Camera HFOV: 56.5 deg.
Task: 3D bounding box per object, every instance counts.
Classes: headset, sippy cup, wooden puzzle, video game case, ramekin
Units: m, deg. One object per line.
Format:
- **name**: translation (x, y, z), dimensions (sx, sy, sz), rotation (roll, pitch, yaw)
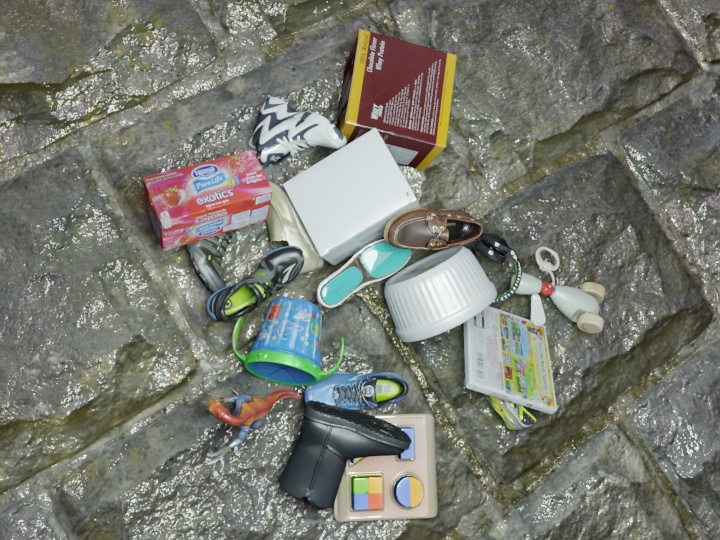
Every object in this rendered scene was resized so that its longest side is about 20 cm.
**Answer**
- **headset**: translation (0.237, -0.031, 1.324), dimensions (0.123, 0.094, 0.201), rotation (-31, 85, 16)
- **sippy cup**: translation (-0.126, 0.122, 1.192), dimensions (0.177, 0.139, 0.131), rotation (28, 61, -32)
- **wooden puzzle**: translation (0.049, 0.357, 1.220), dimensions (0.198, 0.046, 0.187), rotation (1, 78, -13)
- **video game case**: translation (0.280, 0.160, 1.274), dimensions (0.181, 0.023, 0.201), rotation (19, 45, -12)
- **ramekin**: translation (0.137, 0.037, 1.219), dimensions (0.199, 0.200, 0.106), rotation (-30, 97, -17)

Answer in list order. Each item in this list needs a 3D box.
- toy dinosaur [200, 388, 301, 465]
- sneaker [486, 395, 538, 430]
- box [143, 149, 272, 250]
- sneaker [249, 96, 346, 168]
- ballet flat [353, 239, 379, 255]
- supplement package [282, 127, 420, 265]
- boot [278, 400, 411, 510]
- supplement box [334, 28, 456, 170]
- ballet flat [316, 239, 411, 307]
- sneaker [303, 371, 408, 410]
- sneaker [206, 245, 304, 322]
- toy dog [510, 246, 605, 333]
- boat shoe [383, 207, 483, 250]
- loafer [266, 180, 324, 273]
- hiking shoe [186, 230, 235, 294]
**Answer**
- **toy dinosaur**: translation (-0.194, 0.224, 1.121), dimensions (0.199, 0.181, 0.105), rotation (-32, 86, -18)
- **sneaker**: translation (0.259, 0.215, 1.285), dimensions (0.075, 0.077, 0.201), rotation (-8, 59, -30)
- **box**: translation (-0.263, -0.122, 1.158), dimensions (0.199, 0.100, 0.096), rotation (-20, 70, -22)
- **sneaker**: translation (-0.130, -0.238, 1.265), dimensions (0.198, 0.079, 0.130), rotation (28, 85, 20)
- **ballet flat**: translation (0.024, -0.115, 1.307), dimensions (0.069, 0.069, 0.202), rotation (20, 78, -8)
- **supplement package**: translation (-0.012, -0.132, 1.231), dimensions (0.199, 0.111, 0.157), rotation (-30, 78, 5)
- **boot**: translation (-0.028, 0.333, 1.163), dimensions (0.198, 0.076, 0.170), rotation (17, 99, -2)
- **supplement box**: translation (0.065, -0.331, 1.321), dimensions (0.198, 0.133, 0.199), rotation (11, 76, -11)
- **ballet flat**: translation (0.000, 0.000, 1.233), dimensions (0.199, 0.069, 0.070), rotation (-33, 87, -16)
- **sneaker**: translation (-0.005, 0.216, 1.215), dimensions (0.198, 0.089, 0.079), rotation (-6, 79, -13)
- **sneaker**: translation (-0.175, 0.030, 1.182), dimensions (0.199, 0.083, 0.071), rotation (-36, 117, -18)
- **toy dog**: translation (0.396, 0.060, 1.349), dimensions (0.199, 0.097, 0.132), rotation (37, 64, 11)
- **boat shoe**: translation (0.135, -0.074, 1.196), dimensions (0.199, 0.070, 0.071), rotation (-13, 120, -35)
- **loafer**: translation (-0.145, -0.079, 1.251), dimensions (0.068, 0.076, 0.201), rotation (-35, 88, -23)
- **hiking shoe**: translation (-0.266, -0.055, 1.218), dimensions (0.100, 0.076, 0.202), rotation (-20, 83, -13)
